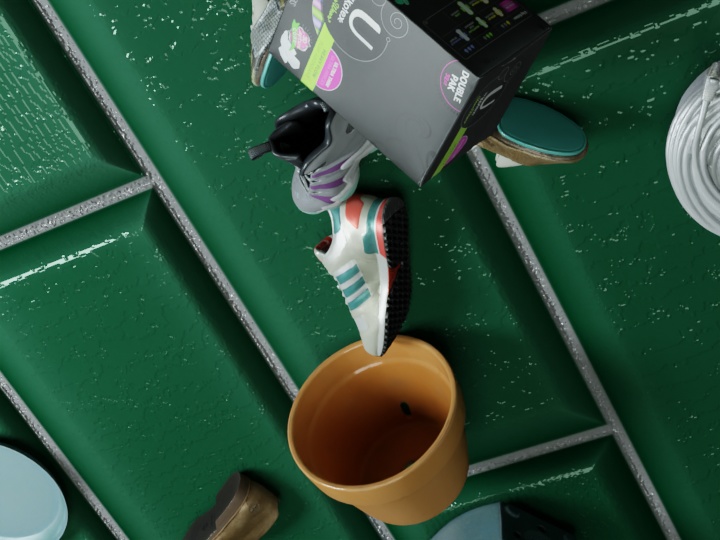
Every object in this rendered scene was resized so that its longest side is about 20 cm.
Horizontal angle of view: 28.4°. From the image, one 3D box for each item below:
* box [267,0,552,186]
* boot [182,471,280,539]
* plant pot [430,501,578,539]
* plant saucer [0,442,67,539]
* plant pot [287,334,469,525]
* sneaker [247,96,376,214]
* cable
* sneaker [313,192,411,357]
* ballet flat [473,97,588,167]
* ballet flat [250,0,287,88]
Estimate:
[{"bbox_3d":[0.042,-0.208,1.290,0.200,0.124,0.149,42,139,12],"label":"box"},{"bbox_3d":[-0.174,0.340,1.794,0.075,0.074,0.200,28,122,-22],"label":"boot"},{"bbox_3d":[0.169,0.399,1.707,0.196,0.196,0.200,27,116,-9],"label":"plant pot"},{"bbox_3d":[-0.470,0.288,1.828,0.199,0.027,0.201,4,125,6],"label":"plant saucer"},{"bbox_3d":[0.036,0.193,1.594,0.199,0.201,0.140,-14,136,18],"label":"plant pot"},{"bbox_3d":[-0.057,-0.116,1.404,0.078,0.140,0.200,58,139,19],"label":"sneaker"},{"bbox_3d":[0.398,-0.119,1.388,0.199,0.069,0.200,20,125,-5],"label":"cable"},{"bbox_3d":[0.000,0.000,1.543,0.093,0.070,0.200,14,129,21],"label":"sneaker"},{"bbox_3d":[0.126,-0.141,1.426,0.199,0.068,0.072,17,145,-2],"label":"ballet flat"},{"bbox_3d":[-0.066,-0.270,1.371,0.072,0.072,0.201,28,123,-10],"label":"ballet flat"}]
